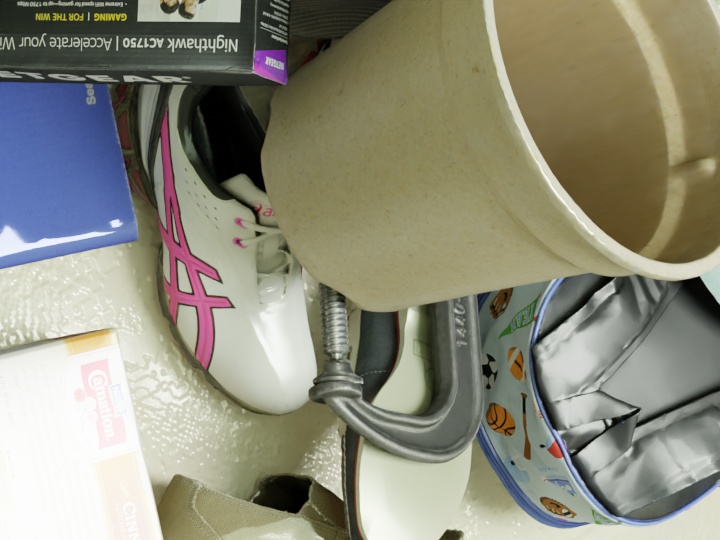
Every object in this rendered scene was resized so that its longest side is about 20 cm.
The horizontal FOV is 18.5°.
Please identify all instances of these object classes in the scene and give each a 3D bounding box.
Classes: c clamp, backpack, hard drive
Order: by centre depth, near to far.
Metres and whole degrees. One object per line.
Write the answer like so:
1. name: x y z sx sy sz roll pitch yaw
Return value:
1. hard drive: -0.216 -0.061 1.106 0.199 0.025 0.133 -13 92 -32
2. c clamp: 0.000 0.000 1.136 0.170 0.027 0.201 8 69 -46
3. backpack: 0.145 0.050 1.246 0.190 0.154 0.201 -35 99 -38

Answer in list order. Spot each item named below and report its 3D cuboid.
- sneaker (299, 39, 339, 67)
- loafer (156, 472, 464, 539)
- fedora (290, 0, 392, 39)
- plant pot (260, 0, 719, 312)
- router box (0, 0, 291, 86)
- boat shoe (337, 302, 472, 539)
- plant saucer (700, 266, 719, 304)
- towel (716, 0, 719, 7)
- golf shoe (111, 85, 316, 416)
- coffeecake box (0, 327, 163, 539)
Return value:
1. sneaker: 0.009 -0.103 1.208 0.071 0.098 0.201 28 73 -28
2. loafer: -0.023 0.143 1.177 0.199 0.076 0.068 5 89 -31
3. fedora: -0.036 -0.171 1.132 0.199 0.177 0.091 5 86 11
4. plant pot: 0.058 -0.066 1.066 0.200 0.183 0.202 23 57 -40
5. router box: -0.131 -0.165 1.043 0.051 0.199 0.150 10 83 -73
6. boat shoe: 0.017 0.069 1.182 0.071 0.062 0.201 29 52 -30
7. plant saucer: 0.251 -0.056 1.226 0.200 0.039 0.202 8 76 -35
8. towel: 0.138 -0.110 1.221 0.023 0.152 0.201 45 41 -26
9. golf shoe: -0.067 -0.015 1.156 0.072 0.092 0.201 -28 101 -31
10. coffeecake box: -0.202 0.125 1.069 0.199 0.073 0.154 -13 92 -32
